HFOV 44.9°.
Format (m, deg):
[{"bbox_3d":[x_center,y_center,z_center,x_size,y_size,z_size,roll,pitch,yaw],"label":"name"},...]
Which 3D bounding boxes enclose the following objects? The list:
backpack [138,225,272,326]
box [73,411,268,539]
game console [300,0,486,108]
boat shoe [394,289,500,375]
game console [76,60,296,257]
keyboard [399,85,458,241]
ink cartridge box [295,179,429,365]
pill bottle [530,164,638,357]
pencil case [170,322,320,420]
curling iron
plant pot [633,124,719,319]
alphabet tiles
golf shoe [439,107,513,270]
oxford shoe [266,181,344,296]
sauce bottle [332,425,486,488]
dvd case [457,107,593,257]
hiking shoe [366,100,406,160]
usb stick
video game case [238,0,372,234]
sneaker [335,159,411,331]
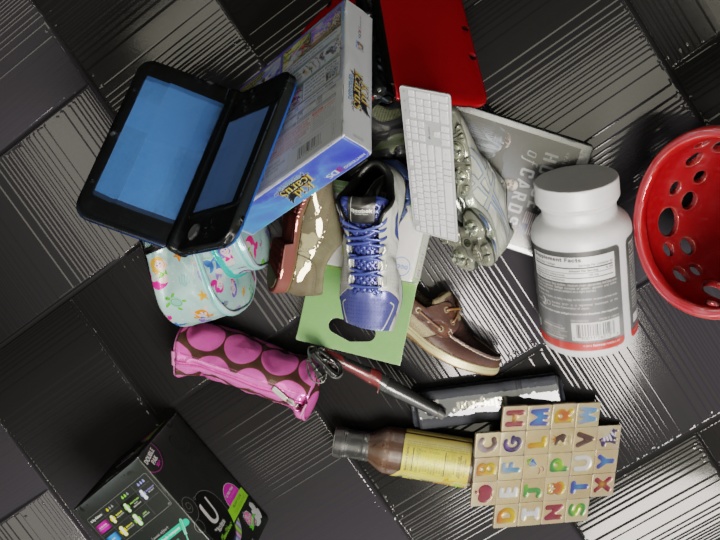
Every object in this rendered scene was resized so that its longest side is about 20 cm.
[{"bbox_3d":[-0.188,-0.039,1.039,0.149,0.178,0.202,-9,94,10],"label":"backpack"},{"bbox_3d":[-0.242,0.319,1.139,0.124,0.149,0.200,-39,95,14],"label":"box"},{"bbox_3d":[0.029,-0.231,0.988,0.118,0.202,0.172,25,133,-36],"label":"game console"},{"bbox_3d":[0.095,0.058,1.084,0.199,0.072,0.072,31,104,6],"label":"boat shoe"},{"bbox_3d":[-0.180,-0.129,0.900,0.118,0.170,0.202,30,68,-32],"label":"game console"},{"bbox_3d":[0.076,-0.110,0.936,0.056,0.011,0.201,21,143,27],"label":"keyboard"},{"bbox_3d":[0.000,0.000,1.055,0.144,0.048,0.202,12,87,17],"label":"ink cartridge box"},{"bbox_3d":[0.258,-0.012,1.008,0.115,0.116,0.202,-7,112,8],"label":"pill bottle"},{"bbox_3d":[-0.147,0.125,1.113,0.198,0.094,0.091,17,122,5],"label":"pencil case"},{"bbox_3d":[0.018,0.145,1.083,0.199,0.050,0.026,25,140,-16],"label":"curling iron"},{"bbox_3d":[0.428,-0.056,0.937,0.181,0.200,0.203,-7,105,-30],"label":"plant pot"},{"bbox_3d":[0.236,0.247,1.105,0.198,0.006,0.168,-1,105,-13],"label":"alphabet tiles"},{"bbox_3d":[0.125,-0.105,1.016,0.078,0.097,0.202,-1,112,44],"label":"golf shoe"},{"bbox_3d":[-0.051,-0.066,1.016,0.074,0.070,0.202,12,105,-23],"label":"oxford shoe"},{"bbox_3d":[0.063,0.237,1.130,0.198,0.065,0.065,9,103,7],"label":"sauce bottle"},{"bbox_3d":[0.163,-0.111,1.061,0.198,0.025,0.152,18,104,3],"label":"dvd case"},{"bbox_3d":[-0.028,-0.183,1.053,0.198,0.076,0.102,2,86,4],"label":"hiking shoe"},{"bbox_3d":[0.163,0.168,1.118,0.198,0.033,0.056,-8,102,9],"label":"usb stick"},{"bbox_3d":[-0.067,-0.160,0.929,0.045,0.183,0.199,24,142,-36],"label":"video game case"},{"bbox_3d":[0.005,-0.036,0.973,0.080,0.115,0.202,6,86,17],"label":"sneaker"}]
